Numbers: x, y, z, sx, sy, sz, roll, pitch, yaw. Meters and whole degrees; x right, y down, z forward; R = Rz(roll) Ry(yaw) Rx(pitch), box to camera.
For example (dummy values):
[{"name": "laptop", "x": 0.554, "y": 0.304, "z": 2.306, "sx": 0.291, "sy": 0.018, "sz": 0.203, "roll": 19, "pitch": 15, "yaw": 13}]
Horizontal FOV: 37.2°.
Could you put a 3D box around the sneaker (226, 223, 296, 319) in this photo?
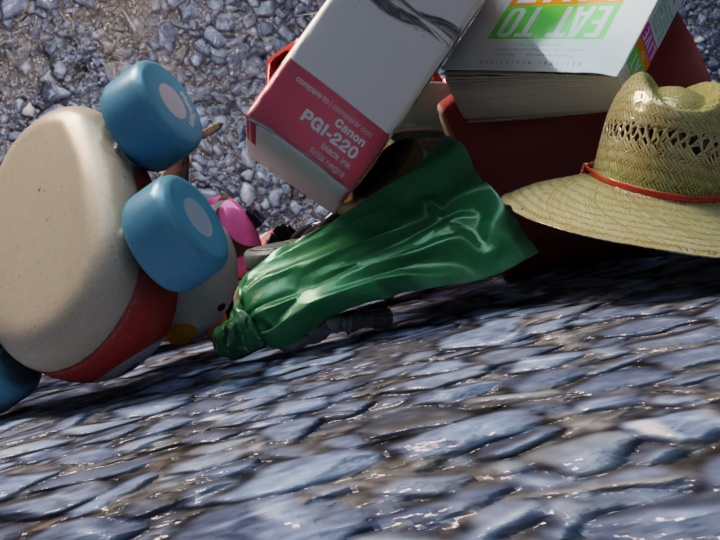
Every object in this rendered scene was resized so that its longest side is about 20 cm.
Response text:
[{"name": "sneaker", "x": -0.118, "y": 0.004, "z": 1.023, "sx": 0.085, "sy": 0.075, "sz": 0.199, "roll": -11, "pitch": 3, "yaw": 27}]

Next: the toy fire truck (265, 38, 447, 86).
[{"name": "toy fire truck", "x": 0.034, "y": -0.157, "z": 0.896, "sx": 0.197, "sy": 0.050, "sz": 0.141, "roll": -17, "pitch": -33, "yaw": 27}]

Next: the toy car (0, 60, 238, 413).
[{"name": "toy car", "x": -0.137, "y": 0.006, "z": 0.693, "sx": 0.183, "sy": 0.179, "sz": 0.199, "roll": -31, "pitch": -36, "yaw": 19}]

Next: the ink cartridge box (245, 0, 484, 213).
[{"name": "ink cartridge box", "x": 0.012, "y": -0.148, "z": 0.715, "sx": 0.202, "sy": 0.084, "sz": 0.146, "roll": -57, "pitch": 3, "yaw": -5}]

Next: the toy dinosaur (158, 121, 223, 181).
[{"name": "toy dinosaur", "x": -0.172, "y": -0.056, "z": 0.898, "sx": 0.087, "sy": 0.048, "sz": 0.201, "roll": -20, "pitch": -24, "yaw": -27}]

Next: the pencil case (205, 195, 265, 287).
[{"name": "pencil case", "x": -0.168, "y": 0.010, "z": 0.846, "sx": 0.198, "sy": 0.094, "sz": 0.091, "roll": -26, "pitch": -23, "yaw": -30}]

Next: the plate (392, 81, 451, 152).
[{"name": "plate", "x": 0.052, "y": -0.093, "z": 0.934, "sx": 0.196, "sy": 0.026, "sz": 0.201, "roll": 1, "pitch": -28, "yaw": 1}]

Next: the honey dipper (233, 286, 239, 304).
[{"name": "honey dipper", "x": -0.037, "y": 0.016, "z": 0.906, "sx": 0.037, "sy": 0.039, "sz": 0.199, "roll": -10, "pitch": 1, "yaw": 28}]

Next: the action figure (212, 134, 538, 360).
[{"name": "action figure", "x": -0.003, "y": 0.001, "z": 0.665, "sx": 0.197, "sy": 0.055, "sz": 0.119, "roll": -26, "pitch": 47, "yaw": -9}]

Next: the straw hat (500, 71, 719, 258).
[{"name": "straw hat", "x": 0.177, "y": -0.068, "z": 0.617, "sx": 0.197, "sy": 0.087, "sz": 0.201, "roll": 6, "pitch": 12, "yaw": -1}]

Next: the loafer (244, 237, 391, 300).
[{"name": "loafer", "x": 0.000, "y": 0.000, "z": 0.837, "sx": 0.197, "sy": 0.064, "sz": 0.071, "roll": -10, "pitch": 7, "yaw": -32}]

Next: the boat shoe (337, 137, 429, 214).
[{"name": "boat shoe", "x": 0.026, "y": -0.059, "z": 0.811, "sx": 0.074, "sy": 0.063, "sz": 0.200, "roll": -53, "pitch": 12, "yaw": -6}]

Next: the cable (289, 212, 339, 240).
[{"name": "cable", "x": 0.037, "y": -0.033, "z": 0.976, "sx": 0.196, "sy": 0.052, "sz": 0.163, "roll": -1, "pitch": -12, "yaw": 12}]

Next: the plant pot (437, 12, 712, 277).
[{"name": "plant pot", "x": 0.163, "y": -0.093, "z": 0.809, "sx": 0.175, "sy": 0.204, "sz": 0.200, "roll": -22, "pitch": 3, "yaw": 4}]

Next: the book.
[{"name": "book", "x": 0.159, "y": -0.189, "z": 0.738, "sx": 0.132, "sy": 0.048, "sz": 0.202, "roll": 6, "pitch": 53, "yaw": 40}]
